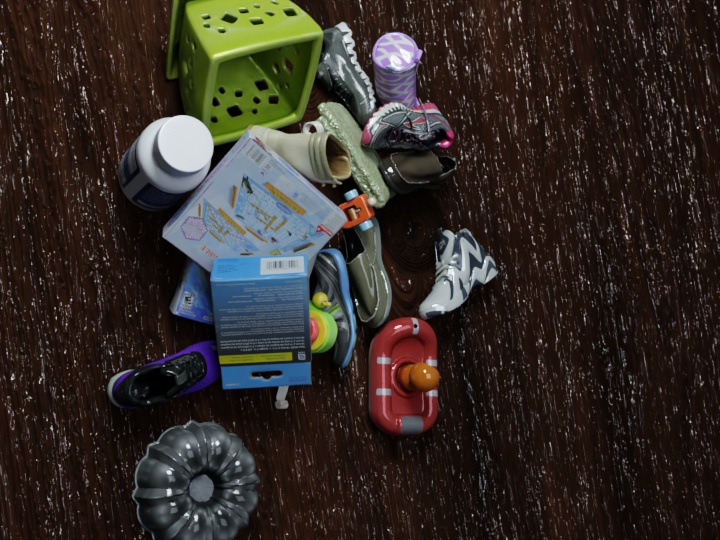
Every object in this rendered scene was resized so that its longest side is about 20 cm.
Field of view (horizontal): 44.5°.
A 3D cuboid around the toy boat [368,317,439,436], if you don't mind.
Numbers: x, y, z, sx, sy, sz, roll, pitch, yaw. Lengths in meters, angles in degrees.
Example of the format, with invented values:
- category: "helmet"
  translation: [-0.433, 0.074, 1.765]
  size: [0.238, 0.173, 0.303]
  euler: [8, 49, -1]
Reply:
- category: "toy boat"
  translation: [0.089, 0.180, 1.501]
  size: [0.129, 0.130, 0.203]
  euler: [4, 80, -27]

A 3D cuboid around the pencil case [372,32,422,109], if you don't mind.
- category: "pencil case"
  translation: [0.067, -0.329, 1.536]
  size: [0.084, 0.200, 0.085]
  euler: [7, 71, 6]

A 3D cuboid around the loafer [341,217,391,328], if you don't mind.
- category: "loafer"
  translation: [0.000, 0.000, 1.514]
  size: [0.069, 0.075, 0.203]
  euler: [4, 70, -41]

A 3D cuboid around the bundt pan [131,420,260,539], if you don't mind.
- category: "bundt pan"
  translation: [-0.240, 0.329, 1.334]
  size: [0.199, 0.076, 0.205]
  euler: [5, 79, -26]

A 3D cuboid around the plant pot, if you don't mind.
- category: "plant pot"
  translation: [-0.197, -0.341, 1.389]
  size: [0.197, 0.201, 0.182]
  euler: [-21, 63, -29]

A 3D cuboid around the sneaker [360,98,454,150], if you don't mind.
- category: "sneaker"
  translation: [0.084, -0.243, 1.523]
  size: [0.198, 0.081, 0.075]
  euler: [-17, 58, -38]

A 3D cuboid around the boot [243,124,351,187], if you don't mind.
- category: "boot"
  translation: [-0.084, -0.146, 1.380]
  size: [0.201, 0.153, 0.073]
  euler: [67, 36, -49]

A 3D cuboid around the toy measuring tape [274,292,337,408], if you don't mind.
- category: "toy measuring tape"
  translation: [-0.083, 0.135, 1.422]
  size: [0.073, 0.073, 0.203]
  euler: [15, 93, -25]

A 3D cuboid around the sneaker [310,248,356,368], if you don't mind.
- category: "sneaker"
  translation: [-0.053, 0.066, 1.490]
  size: [0.081, 0.071, 0.203]
  euler: [-11, 89, -7]

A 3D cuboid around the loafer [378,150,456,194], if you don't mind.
- category: "loafer"
  translation: [0.104, -0.187, 1.566]
  size: [0.199, 0.071, 0.074]
  euler: [-13, 72, -55]

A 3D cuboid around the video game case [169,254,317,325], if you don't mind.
- category: "video game case"
  translation: [-0.181, 0.005, 1.402]
  size: [0.198, 0.045, 0.184]
  euler: [17, 94, -25]

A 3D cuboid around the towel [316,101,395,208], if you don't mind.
- category: "towel"
  translation: [-0.004, -0.204, 1.522]
  size: [0.201, 0.036, 0.148]
  euler: [58, 18, -6]

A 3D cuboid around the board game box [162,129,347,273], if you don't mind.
- category: "board game box"
  translation: [-0.157, -0.070, 1.319]
  size: [0.200, 0.041, 0.200]
  euler: [40, 101, -25]

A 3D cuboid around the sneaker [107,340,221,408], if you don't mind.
- category: "sneaker"
  translation: [-0.274, 0.160, 1.327]
  size: [0.198, 0.099, 0.070]
  euler: [-21, 94, -29]

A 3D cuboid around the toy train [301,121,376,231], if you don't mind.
- category: "toy train"
  translation: [-0.056, -0.146, 1.485]
  size: [0.202, 0.149, 0.056]
  euler: [61, 29, -1]

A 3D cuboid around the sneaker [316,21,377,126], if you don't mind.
- category: "sneaker"
  translation: [-0.036, -0.340, 1.555]
  size: [0.089, 0.066, 0.202]
  euler: [-15, 78, -21]

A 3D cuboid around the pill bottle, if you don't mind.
- category: "pill bottle"
  translation: [-0.288, -0.162, 1.317]
  size: [0.110, 0.199, 0.113]
  euler: [5, 80, -27]

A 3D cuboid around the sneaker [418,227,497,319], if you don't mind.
- category: "sneaker"
  translation: [0.154, -0.006, 1.597]
  size: [0.198, 0.079, 0.131]
  euler: [-33, 96, -28]

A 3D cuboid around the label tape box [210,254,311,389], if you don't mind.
- category: "label tape box"
  translation: [-0.147, 0.078, 1.333]
  size: [0.142, 0.064, 0.202]
  euler: [-2, 122, -4]
